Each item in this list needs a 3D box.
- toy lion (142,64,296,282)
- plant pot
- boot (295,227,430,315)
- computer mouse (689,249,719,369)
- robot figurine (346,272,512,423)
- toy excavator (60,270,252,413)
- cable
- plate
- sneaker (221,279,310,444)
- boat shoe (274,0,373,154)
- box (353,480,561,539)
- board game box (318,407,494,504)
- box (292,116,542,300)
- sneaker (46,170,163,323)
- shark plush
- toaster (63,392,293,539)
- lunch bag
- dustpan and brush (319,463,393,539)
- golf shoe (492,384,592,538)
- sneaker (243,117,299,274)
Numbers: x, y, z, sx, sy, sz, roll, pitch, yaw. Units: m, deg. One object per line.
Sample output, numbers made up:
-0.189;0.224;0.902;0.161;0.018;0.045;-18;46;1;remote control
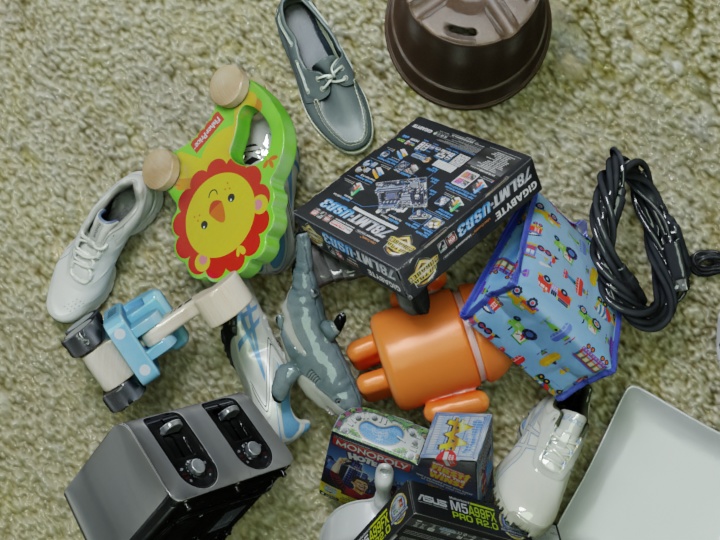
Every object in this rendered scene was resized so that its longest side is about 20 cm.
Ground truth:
-0.141;-0.094;1.362;0.200;0.068;0.192;-48;60;15;toy lion
0.119;-0.294;1.352;0.197;0.198;0.203;0;87;4;plant pot
0.000;0.000;1.361;0.130;0.201;0.070;-17;121;1;boot
0.431;0.075;1.387;0.108;0.044;0.203;-2;80;-1;computer mouse
0.085;0.082;1.369;0.198;0.144;0.118;-18;123;2;robot figurine
-0.219;0.060;1.355;0.199;0.194;0.100;-36;102;-6;toy excavator
0.296;-0.035;1.352;0.050;0.162;0.203;-13;97;44;cable
0.342;0.261;1.383;0.198;0.032;0.201;28;87;5;plate
-0.111;0.099;1.401;0.072;0.072;0.203;-14;83;-21;sneaker
-0.045;-0.228;1.424;0.072;0.062;0.202;-24;85;1;boat shoe
0.092;0.307;1.304;0.198;0.045;0.161;20;127;-25;box
0.065;0.207;1.320;0.198;0.201;0.062;21;53;5;board game box
0.058;-0.074;1.326;0.198;0.199;0.050;-40;127;-18;box
-0.304;-0.031;1.414;0.074;0.087;0.202;30;89;4;sneaker
-0.040;0.058;1.337;0.083;0.090;0.203;2;94;41;shark plush
-0.197;0.232;1.319;0.200;0.180;0.119;-49;65;34;toaster
0.215;0.010;1.336;0.150;0.094;0.201;40;48;-13;lunch bag
0.022;0.272;1.339;0.137;0.201;0.058;7;59;4;dustpan and brush
0.200;0.190;1.314;0.078;0.201;0.098;29;129;-2;golf shoe
-0.111;-0.096;1.409;0.071;0.072;0.203;-7;86;31;sneaker
